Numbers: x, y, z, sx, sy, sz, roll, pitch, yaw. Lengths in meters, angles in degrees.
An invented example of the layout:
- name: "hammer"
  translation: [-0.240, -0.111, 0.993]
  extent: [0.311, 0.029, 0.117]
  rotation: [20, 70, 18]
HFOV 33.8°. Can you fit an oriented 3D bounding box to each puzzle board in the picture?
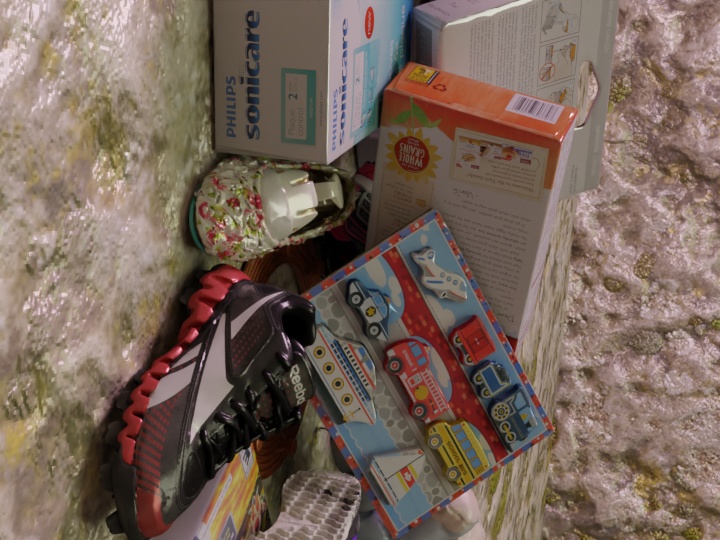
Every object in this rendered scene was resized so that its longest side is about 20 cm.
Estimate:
- name: "puzzle board"
  translation: [0.040, 0.079, 0.870]
  extent: [0.202, 0.150, 0.017]
  rotation: [60, -8, -16]

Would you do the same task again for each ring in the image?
- name: "ring"
  translation: [-0.060, 0.061, 0.916]
  extent: [0.200, 0.019, 0.204]
  rotation: [6, 90, -75]

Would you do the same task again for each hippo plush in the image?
- name: "hippo plush"
  translation: [-0.015, 0.211, 0.960]
  extent: [0.161, 0.198, 0.161]
  rotation: [-45, 128, -24]

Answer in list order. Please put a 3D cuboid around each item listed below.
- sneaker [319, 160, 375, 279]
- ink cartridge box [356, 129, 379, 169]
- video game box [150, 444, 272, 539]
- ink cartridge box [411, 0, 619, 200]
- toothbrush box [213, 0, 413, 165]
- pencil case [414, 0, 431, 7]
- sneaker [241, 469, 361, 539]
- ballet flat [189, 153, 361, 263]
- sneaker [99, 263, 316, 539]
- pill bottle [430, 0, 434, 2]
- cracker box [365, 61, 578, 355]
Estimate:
- name: "sneaker"
  translation: [0.000, 0.000, 1.023]
  extent: [0.074, 0.080, 0.202]
  rotation: [-38, 140, -27]
- name: "ink cartridge box"
  translation: [0.049, -0.136, 1.162]
  extent: [0.201, 0.049, 0.110]
  rotation: [-67, 157, -48]
- name: "video game box"
  translation: [-0.109, 0.230, 0.765]
  extent: [0.201, 0.046, 0.184]
  rotation: [-67, 159, -45]
- name: "ink cartridge box"
  translation: [0.123, -0.134, 0.963]
  extent: [0.174, 0.045, 0.203]
  rotation: [-21, 130, -25]
- name: "toothbrush box"
  translation: [-0.027, -0.171, 0.823]
  extent: [0.200, 0.084, 0.149]
  rotation: [-43, 138, -64]
- name: "pencil case"
  translation: [0.048, -0.256, 1.059]
  extent: [0.090, 0.076, 0.203]
  rotation: [-56, 148, -61]
- name: "sneaker"
  translation: [-0.043, 0.216, 0.787]
  extent: [0.200, 0.068, 0.101]
  rotation: [-40, 136, -67]
- name: "ballet flat"
  translation: [-0.052, -0.051, 0.817]
  extent: [0.200, 0.063, 0.077]
  rotation: [-31, 110, -70]
- name: "sneaker"
  translation: [-0.082, 0.077, 0.707]
  extent: [0.202, 0.096, 0.072]
  rotation: [-65, 158, -45]
- name: "pill bottle"
  translation: [0.114, -0.220, 1.002]
  extent: [0.111, 0.109, 0.203]
  rotation: [-58, 148, -56]
- name: "cracker box"
  translation: [0.076, -0.040, 0.888]
  extent: [0.058, 0.132, 0.203]
  rotation: [-53, 156, -51]
